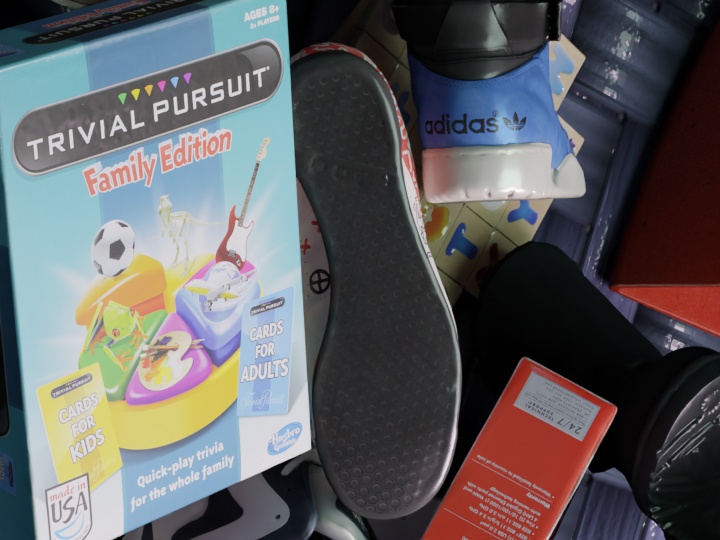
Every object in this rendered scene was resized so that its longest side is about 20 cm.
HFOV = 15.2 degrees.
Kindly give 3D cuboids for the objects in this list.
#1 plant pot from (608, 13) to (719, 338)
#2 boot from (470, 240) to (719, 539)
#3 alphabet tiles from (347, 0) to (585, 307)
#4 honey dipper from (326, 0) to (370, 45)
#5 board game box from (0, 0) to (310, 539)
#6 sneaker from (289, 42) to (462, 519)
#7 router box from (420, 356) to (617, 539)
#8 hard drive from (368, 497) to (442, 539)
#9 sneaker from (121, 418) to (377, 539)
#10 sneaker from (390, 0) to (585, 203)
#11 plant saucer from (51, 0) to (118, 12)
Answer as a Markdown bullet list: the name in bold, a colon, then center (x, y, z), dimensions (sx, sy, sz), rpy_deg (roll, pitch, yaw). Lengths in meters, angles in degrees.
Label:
- **plant pot**: center (0.277, -0.053, 1.466), dimensions (0.200, 0.199, 0.177), rpy_deg (20, 73, -48)
- **boot**: center (0.116, 0.049, 1.288), dimensions (0.076, 0.168, 0.200), rpy_deg (-42, 154, -7)
- **alphabet tiles**: center (0.041, -0.060, 1.304), dimensions (0.200, 0.006, 0.167), rpy_deg (36, 81, -52)
- **honey dipper**: center (0.004, -0.125, 1.259), dimensions (0.200, 0.038, 0.038), rpy_deg (-50, 132, -22)
- **board game box**: center (-0.091, -0.003, 1.059), dimensions (0.151, 0.047, 0.201), rpy_deg (-22, 118, -43)
- **sneaker**: center (0.001, -0.001, 1.172), dimensions (0.067, 0.108, 0.202), rpy_deg (-10, 100, -1)
- **router box**: center (0.042, 0.154, 1.233), dimensions (0.180, 0.049, 0.200), rpy_deg (-59, 173, -19)
- **hard drive**: center (-0.005, 0.204, 1.330), dimensions (0.132, 0.027, 0.200), rpy_deg (19, 84, -48)
- **sneaker**: center (-0.018, 0.092, 1.206), dimensions (0.199, 0.129, 0.080), rpy_deg (-56, 136, -18)
- **sneaker**: center (0.060, -0.087, 1.218), dimensions (0.200, 0.077, 0.112), rpy_deg (-7, 95, -80)
- **plant saucer**: center (-0.099, -0.201, 1.053), dimensions (0.200, 0.032, 0.201), rpy_deg (-13, 108, -45)
